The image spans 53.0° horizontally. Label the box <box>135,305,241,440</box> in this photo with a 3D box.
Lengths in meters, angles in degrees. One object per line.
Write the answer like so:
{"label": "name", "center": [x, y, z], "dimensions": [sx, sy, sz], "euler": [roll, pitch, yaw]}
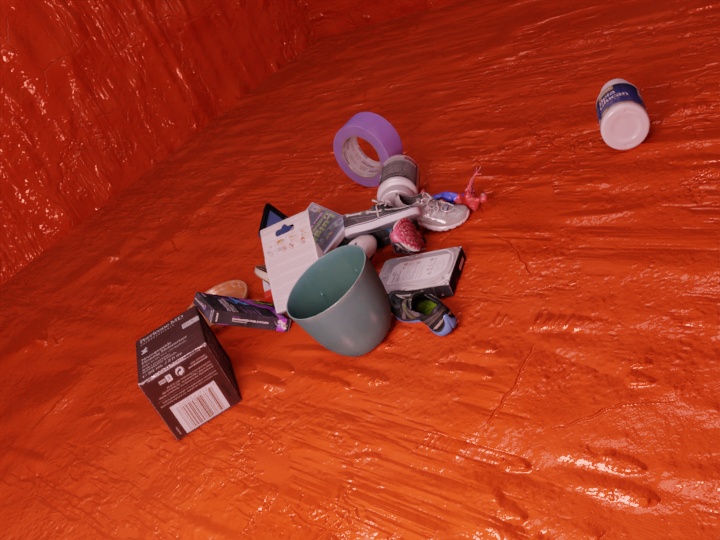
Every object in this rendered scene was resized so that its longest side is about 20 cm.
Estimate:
{"label": "box", "center": [-0.379, 0.219, 1.577], "dimensions": [0.164, 0.167, 0.200], "euler": [-31, 28, -6]}

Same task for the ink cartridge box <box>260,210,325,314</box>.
{"label": "ink cartridge box", "center": [-0.148, -0.018, 1.681], "dimensions": [0.157, 0.205, 0.047], "euler": [-19, -11, 33]}

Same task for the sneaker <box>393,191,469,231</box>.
{"label": "sneaker", "center": [0.168, -0.149, 1.757], "dimensions": [0.194, 0.084, 0.075], "euler": [2, 36, 16]}

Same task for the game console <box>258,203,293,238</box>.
{"label": "game console", "center": [-0.184, -0.133, 2.043], "dimensions": [0.119, 0.169, 0.202], "euler": [-46, 21, 22]}

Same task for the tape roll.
{"label": "tape roll", "center": [0.022, -0.355, 2.123], "dimensions": [0.197, 0.203, 0.085], "euler": [0, 38, 41]}

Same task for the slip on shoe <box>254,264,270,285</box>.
{"label": "slip on shoe", "center": [-0.194, 0.037, 1.789], "dimensions": [0.197, 0.062, 0.075], "euler": [21, 22, 37]}

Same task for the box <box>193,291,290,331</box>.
{"label": "box", "center": [-0.279, 0.097, 1.694], "dimensions": [0.196, 0.037, 0.142], "euler": [9, 11, -32]}

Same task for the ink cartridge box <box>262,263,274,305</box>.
{"label": "ink cartridge box", "center": [-0.185, 0.011, 1.871], "dimensions": [0.159, 0.051, 0.201], "euler": [-21, 26, 15]}

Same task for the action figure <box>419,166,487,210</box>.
{"label": "action figure", "center": [0.246, -0.199, 1.800], "dimensions": [0.197, 0.065, 0.100], "euler": [9, 61, 48]}

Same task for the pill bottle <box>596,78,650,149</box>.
{"label": "pill bottle", "center": [0.621, -0.381, 1.723], "dimensions": [0.109, 0.113, 0.202], "euler": [-15, 30, 22]}

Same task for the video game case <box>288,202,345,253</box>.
{"label": "video game case", "center": [-0.131, -0.074, 1.864], "dimensions": [0.180, 0.023, 0.201], "euler": [26, 74, 47]}

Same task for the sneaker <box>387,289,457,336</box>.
{"label": "sneaker", "center": [0.118, 0.068, 1.464], "dimensions": [0.071, 0.084, 0.198], "euler": [-42, 30, -17]}

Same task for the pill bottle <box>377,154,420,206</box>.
{"label": "pill bottle", "center": [0.101, -0.214, 1.913], "dimensions": [0.111, 0.116, 0.202], "euler": [-18, 29, 17]}

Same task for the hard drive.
{"label": "hard drive", "center": [0.127, 0.014, 1.599], "dimensions": [0.196, 0.038, 0.141], "euler": [-11, 32, 31]}

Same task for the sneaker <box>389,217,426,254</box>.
{"label": "sneaker", "center": [0.101, -0.069, 1.672], "dimensions": [0.073, 0.082, 0.200], "euler": [-25, -7, 14]}

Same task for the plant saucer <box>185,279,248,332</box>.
{"label": "plant saucer", "center": [-0.379, 0.102, 1.908], "dimensions": [0.196, 0.038, 0.202], "euler": [-22, 30, 13]}

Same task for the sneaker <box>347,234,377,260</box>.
{"label": "sneaker", "center": [0.000, 0.000, 1.691], "dimensions": [0.199, 0.081, 0.128], "euler": [-42, 33, -25]}

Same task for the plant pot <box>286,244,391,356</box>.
{"label": "plant pot", "center": [-0.029, 0.077, 1.482], "dimensions": [0.198, 0.162, 0.203], "euler": [-28, 30, 18]}

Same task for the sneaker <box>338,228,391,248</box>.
{"label": "sneaker", "center": [0.012, -0.101, 1.851], "dimensions": [0.196, 0.074, 0.083], "euler": [-9, 32, 30]}

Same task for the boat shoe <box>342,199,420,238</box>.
{"label": "boat shoe", "center": [0.048, -0.134, 1.729], "dimensions": [0.195, 0.070, 0.073], "euler": [-15, -9, 27]}
